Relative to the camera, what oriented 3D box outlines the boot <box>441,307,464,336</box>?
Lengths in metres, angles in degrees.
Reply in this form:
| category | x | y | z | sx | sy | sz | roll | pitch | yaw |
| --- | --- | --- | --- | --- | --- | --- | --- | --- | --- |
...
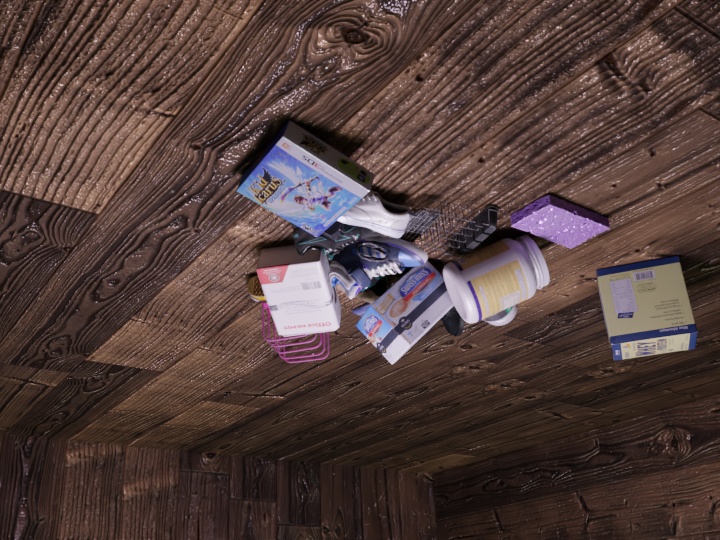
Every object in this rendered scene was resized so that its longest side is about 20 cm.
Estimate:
| category | x | y | z | sx | sy | sz | roll | pitch | yaw |
| --- | --- | --- | --- | --- | --- | --- | --- | --- | --- |
| boot | 0.190 | 0.113 | 2.013 | 0.162 | 0.073 | 0.198 | -7 | 146 | -6 |

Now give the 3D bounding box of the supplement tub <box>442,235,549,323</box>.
| category | x | y | z | sx | sy | sz | roll | pitch | yaw |
| --- | --- | --- | --- | --- | --- | --- | --- | --- | --- |
| supplement tub | 0.299 | 0.016 | 1.706 | 0.200 | 0.146 | 0.145 | -23 | 155 | -5 |

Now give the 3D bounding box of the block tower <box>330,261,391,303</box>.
| category | x | y | z | sx | sy | sz | roll | pitch | yaw |
| --- | --- | --- | --- | --- | --- | --- | --- | --- | --- |
| block tower | 0.000 | 0.030 | 1.854 | 0.054 | 0.058 | 0.200 | -22 | 147 | 34 |

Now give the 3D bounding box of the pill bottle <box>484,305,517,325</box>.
| category | x | y | z | sx | sy | sz | roll | pitch | yaw |
| --- | --- | --- | --- | --- | --- | --- | --- | --- | --- |
| pill bottle | 0.312 | 0.060 | 1.884 | 0.113 | 0.113 | 0.200 | -14 | 153 | 23 |

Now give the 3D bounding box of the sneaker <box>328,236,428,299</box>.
| category | x | y | z | sx | sy | sz | roll | pitch | yaw |
| --- | --- | --- | --- | --- | --- | --- | --- | --- | --- |
| sneaker | 0.030 | 0.004 | 1.626 | 0.200 | 0.147 | 0.081 | 14 | 161 | 22 |

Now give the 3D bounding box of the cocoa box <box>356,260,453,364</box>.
| category | x | y | z | sx | sy | sz | roll | pitch | yaw |
| --- | --- | --- | --- | --- | --- | --- | --- | --- | --- |
| cocoa box | 0.112 | 0.094 | 1.803 | 0.200 | 0.131 | 0.133 | -40 | 172 | -29 |

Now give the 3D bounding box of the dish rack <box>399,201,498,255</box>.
| category | x | y | z | sx | sy | sz | roll | pitch | yaw |
| --- | --- | --- | --- | --- | --- | --- | --- | --- | --- |
| dish rack | 0.175 | -0.092 | 1.619 | 0.200 | 0.055 | 0.153 | 10 | 150 | -21 |

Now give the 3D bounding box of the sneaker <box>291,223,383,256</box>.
| category | x | y | z | sx | sy | sz | roll | pitch | yaw |
| --- | --- | --- | --- | --- | --- | --- | --- | --- | --- |
| sneaker | -0.042 | -0.070 | 1.602 | 0.200 | 0.079 | 0.075 | -2 | 165 | -1 |

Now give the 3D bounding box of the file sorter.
| category | x | y | z | sx | sy | sz | roll | pitch | yaw |
| --- | --- | --- | --- | --- | --- | --- | --- | --- | --- |
| file sorter | -0.166 | 0.152 | 2.009 | 0.139 | 0.126 | 0.200 | -8 | 154 | 10 |

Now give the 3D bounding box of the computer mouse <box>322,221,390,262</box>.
| category | x | y | z | sx | sy | sz | roll | pitch | yaw |
| --- | --- | --- | --- | --- | --- | --- | --- | --- | --- |
| computer mouse | -0.030 | -0.074 | 1.554 | 0.200 | 0.059 | 0.034 | 33 | 169 | -1 |

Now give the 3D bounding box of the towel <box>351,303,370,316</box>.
| category | x | y | z | sx | sy | sz | roll | pitch | yaw |
| --- | --- | --- | --- | --- | --- | --- | --- | --- | --- |
| towel | 0.097 | 0.111 | 2.080 | 0.200 | 0.024 | 0.145 | 19 | 149 | -34 |

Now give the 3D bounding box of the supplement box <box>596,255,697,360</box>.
| category | x | y | z | sx | sy | sz | roll | pitch | yaw |
| --- | --- | --- | --- | --- | --- | --- | --- | --- | --- |
| supplement box | 0.702 | 0.095 | 1.899 | 0.200 | 0.200 | 0.134 | -11 | 154 | 17 |

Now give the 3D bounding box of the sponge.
| category | x | y | z | sx | sy | sz | roll | pitch | yaw |
| --- | --- | --- | --- | --- | --- | --- | --- | --- | --- |
| sponge | 0.428 | -0.103 | 1.650 | 0.200 | 0.030 | 0.112 | 16 | 149 | -34 |

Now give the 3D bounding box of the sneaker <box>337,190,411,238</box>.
| category | x | y | z | sx | sy | sz | roll | pitch | yaw |
| --- | --- | --- | --- | --- | --- | --- | --- | --- | --- |
| sneaker | 0.007 | -0.128 | 1.523 | 0.200 | 0.073 | 0.071 | 15 | 118 | -22 |

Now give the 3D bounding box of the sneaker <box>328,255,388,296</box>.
| category | x | y | z | sx | sy | sz | roll | pitch | yaw |
| --- | --- | --- | --- | --- | --- | --- | --- | --- | --- |
| sneaker | 0.000 | 0.000 | 1.756 | 0.071 | 0.080 | 0.200 | -20 | 150 | 34 |

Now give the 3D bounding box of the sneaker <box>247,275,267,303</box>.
| category | x | y | z | sx | sy | sz | roll | pitch | yaw |
| --- | --- | --- | --- | --- | --- | --- | --- | --- | --- |
| sneaker | -0.170 | 0.047 | 1.862 | 0.200 | 0.075 | 0.090 | 4 | 163 | 0 |

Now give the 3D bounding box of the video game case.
| category | x | y | z | sx | sy | sz | roll | pitch | yaw |
| --- | --- | --- | --- | --- | --- | --- | --- | --- | --- |
| video game case | -0.103 | -0.158 | 1.392 | 0.181 | 0.045 | 0.200 | 31 | 143 | -18 |

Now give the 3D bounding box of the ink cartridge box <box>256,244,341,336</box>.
| category | x | y | z | sx | sy | sz | roll | pitch | yaw |
| --- | --- | --- | --- | --- | --- | --- | --- | --- | --- |
| ink cartridge box | -0.135 | 0.042 | 1.739 | 0.147 | 0.083 | 0.200 | -7 | 127 | 9 |
